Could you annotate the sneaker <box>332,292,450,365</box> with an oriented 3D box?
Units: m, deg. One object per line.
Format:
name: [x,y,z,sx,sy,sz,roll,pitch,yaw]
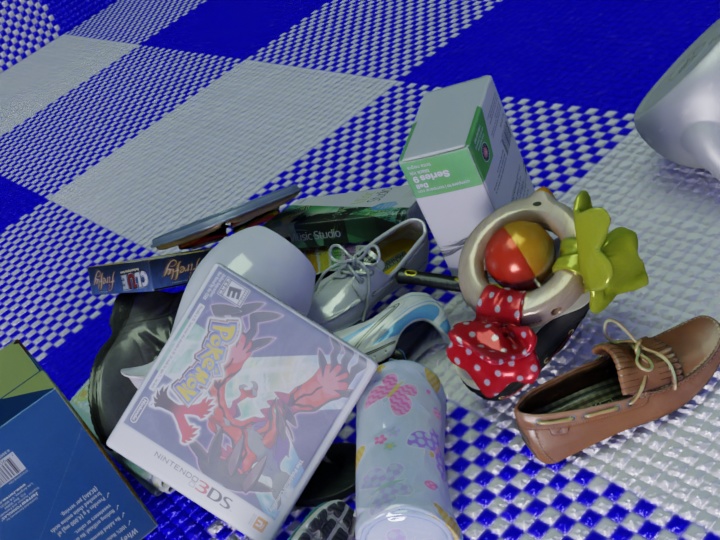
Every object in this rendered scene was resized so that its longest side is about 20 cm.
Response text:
sneaker: [0.005,0.094,1.008,0.199,0.072,0.073,-33,42,-4]

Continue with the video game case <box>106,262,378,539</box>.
video game case: [-0.110,0.124,0.900,0.201,0.181,0.023,-59,-3,-1]

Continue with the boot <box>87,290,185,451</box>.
boot: [-0.212,0.094,1.042,0.131,0.070,0.201,-7,54,12]

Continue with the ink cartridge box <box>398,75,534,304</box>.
ink cartridge box: [0.128,-0.084,1.054,0.083,0.201,0.146,-11,35,26]

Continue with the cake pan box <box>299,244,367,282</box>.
cake pan box: [-0.083,0.042,1.159,0.199,0.053,0.185,5,45,40]

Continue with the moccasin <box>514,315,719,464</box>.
moccasin: [0.227,0.092,0.846,0.200,0.078,0.074,-23,35,3]

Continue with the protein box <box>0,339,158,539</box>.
protein box: [-0.347,0.220,0.945,0.198,0.201,0.135,-37,34,-18]

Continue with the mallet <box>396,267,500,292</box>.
mallet: [0.137,0.013,1.018,0.199,0.041,0.066,15,47,26]

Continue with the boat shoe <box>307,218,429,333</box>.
boat shoe: [0.004,0.002,1.053,0.201,0.086,0.075,-33,58,-28]

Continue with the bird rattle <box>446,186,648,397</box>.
bird rattle: [0.155,0.010,0.881,0.200,0.112,0.164,-41,44,15]

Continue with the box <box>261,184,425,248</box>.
box: [-0.012,-0.069,1.227,0.198,0.037,0.144,-7,17,21]

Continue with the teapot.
teapot: [0.411,-0.183,1.059,0.200,0.146,0.197,-49,2,6]

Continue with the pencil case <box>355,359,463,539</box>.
pencil case: [0.039,0.170,0.862,0.090,0.084,0.201,-3,35,1]

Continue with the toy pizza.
toy pizza: [-0.162,-0.058,1.189,0.199,0.032,0.200,-21,8,3]

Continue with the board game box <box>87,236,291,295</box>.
board game box: [-0.196,-0.006,1.128,0.199,0.035,0.135,-12,5,-44]

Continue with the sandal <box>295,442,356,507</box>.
sandal: [-0.079,0.186,0.950,0.199,0.048,0.076,-1,40,33]

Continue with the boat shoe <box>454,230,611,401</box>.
boat shoe: [0.173,0.041,0.928,0.201,0.063,0.074,-47,58,-2]

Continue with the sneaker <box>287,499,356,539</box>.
sneaker: [-0.075,0.271,0.810,0.079,0.078,0.200,1,40,49]

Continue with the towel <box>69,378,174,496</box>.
towel: [-0.221,0.141,1.081,0.199,0.048,0.171,27,66,38]

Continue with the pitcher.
pitcher: [-0.114,0.070,0.970,0.171,0.121,0.201,33,74,10]
